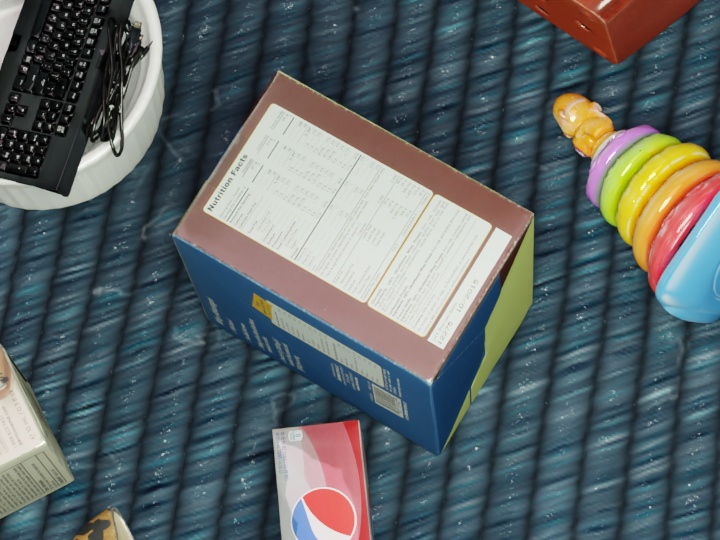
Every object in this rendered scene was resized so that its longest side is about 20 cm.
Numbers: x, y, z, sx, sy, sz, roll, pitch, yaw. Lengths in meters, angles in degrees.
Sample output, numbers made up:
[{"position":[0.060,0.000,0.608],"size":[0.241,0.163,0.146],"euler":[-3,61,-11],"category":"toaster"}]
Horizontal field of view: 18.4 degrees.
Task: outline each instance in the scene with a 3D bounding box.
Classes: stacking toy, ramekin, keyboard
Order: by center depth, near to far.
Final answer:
[{"position":[-0.201,-0.154,1.560],"size":[0.103,0.040,0.201],"euler":[13,75,9],"category":"keyboard"},{"position":[0.203,-0.063,1.582],"size":[0.200,0.116,0.110],"euler":[44,112,31],"category":"stacking toy"},{"position":[-0.237,-0.142,1.630],"size":[0.199,0.098,0.202],"euler":[-1,73,4],"category":"ramekin"}]

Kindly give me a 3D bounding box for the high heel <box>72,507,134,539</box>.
[{"position":[-0.120,0.245,1.510],"size":[0.199,0.071,0.143],"euler":[10,79,16],"category":"high heel"}]

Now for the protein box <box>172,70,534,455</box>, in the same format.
[{"position":[0.000,0.000,1.515],"size":[0.199,0.199,0.135],"euler":[30,76,12],"category":"protein box"}]

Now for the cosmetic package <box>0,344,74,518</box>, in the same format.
[{"position":[-0.312,0.143,1.543],"size":[0.199,0.103,0.088],"euler":[-27,71,-7],"category":"cosmetic package"}]

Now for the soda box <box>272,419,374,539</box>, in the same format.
[{"position":[-0.019,0.208,1.518],"size":[0.063,0.070,0.201],"euler":[-6,72,1],"category":"soda box"}]

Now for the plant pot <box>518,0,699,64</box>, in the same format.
[{"position":[0.177,-0.268,1.601],"size":[0.199,0.200,0.177],"euler":[35,88,14],"category":"plant pot"}]
